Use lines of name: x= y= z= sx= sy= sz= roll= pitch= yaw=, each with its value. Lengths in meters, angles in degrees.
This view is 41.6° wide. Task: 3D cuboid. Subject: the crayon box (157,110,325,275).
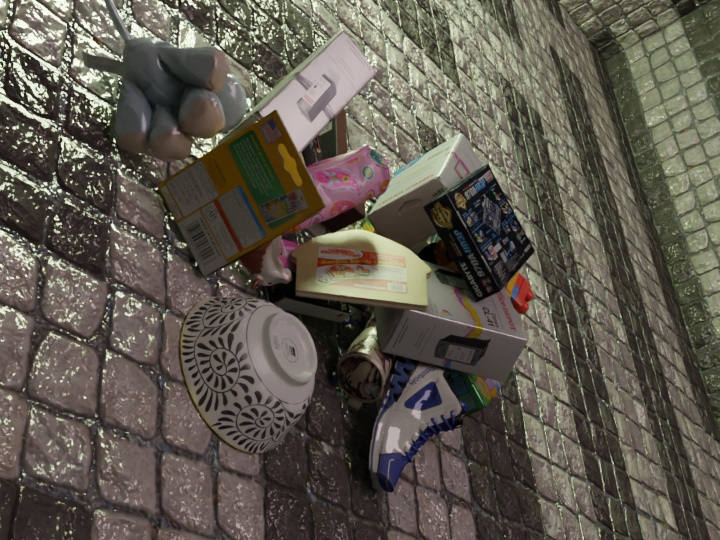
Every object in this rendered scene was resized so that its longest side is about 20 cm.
crayon box: x=-0.136 y=-0.094 z=1.144 sx=0.127 sy=0.199 sz=0.052 roll=62 pitch=29 yaw=-2

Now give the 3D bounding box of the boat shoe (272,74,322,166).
boat shoe: x=-0.099 y=-0.199 z=1.442 sx=0.063 sy=0.073 sz=0.204 roll=18 pitch=57 yaw=-52

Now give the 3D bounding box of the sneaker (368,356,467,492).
sneaker: x=0.085 y=0.209 z=1.311 sx=0.081 sy=0.114 sz=0.201 roll=78 pitch=27 yaw=-59

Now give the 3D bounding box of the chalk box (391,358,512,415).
chalk box: x=0.136 y=0.165 z=1.486 sx=0.125 sy=0.124 sz=0.200 roll=62 pitch=30 yaw=-2

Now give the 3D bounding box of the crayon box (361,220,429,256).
crayon box: x=0.051 y=-0.026 z=1.571 sx=0.126 sy=0.051 sz=0.200 roll=57 pitch=29 yaw=-12

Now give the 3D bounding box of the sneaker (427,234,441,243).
sneaker: x=0.161 y=-0.073 z=1.766 sx=0.075 sy=0.079 sz=0.201 roll=43 pitch=33 yaw=-32

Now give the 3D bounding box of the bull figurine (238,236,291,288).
bull figurine: x=-0.141 y=-0.074 z=1.227 sx=0.201 sy=0.121 sz=0.065 roll=55 pitch=31 yaw=-1

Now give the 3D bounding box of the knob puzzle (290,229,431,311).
knob puzzle: x=0.000 y=0.000 z=1.311 sx=0.220 sy=0.217 sz=0.031 roll=-53 pitch=155 yaw=-58

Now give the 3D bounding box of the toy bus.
toy bus: x=0.215 y=-0.022 z=1.580 sx=0.191 sy=0.135 sz=0.201 roll=38 pitch=52 yaw=-16

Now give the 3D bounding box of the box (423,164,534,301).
box: x=0.183 y=-0.061 z=1.415 sx=0.160 sy=0.046 sz=0.200 roll=60 pitch=31 yaw=-4

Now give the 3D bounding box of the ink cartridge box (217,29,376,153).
ink cartridge box: x=-0.090 y=-0.224 z=1.318 sx=0.085 sy=0.145 sz=0.200 roll=49 pitch=59 yaw=-12

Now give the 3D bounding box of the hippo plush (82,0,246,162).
hippo plush: x=-0.234 y=-0.213 z=1.199 sx=0.198 sy=0.161 sz=0.161 roll=25 pitch=3 yaw=14

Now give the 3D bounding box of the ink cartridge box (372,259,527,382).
ink cartridge box: x=0.123 y=0.066 z=1.372 sx=0.198 sy=0.086 sz=0.148 roll=14 pitch=31 yaw=-18

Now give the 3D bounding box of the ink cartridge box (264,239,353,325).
ink cartridge box: x=-0.068 y=0.018 z=1.359 sx=0.199 sy=0.037 sz=0.096 roll=19 pitch=51 yaw=-55

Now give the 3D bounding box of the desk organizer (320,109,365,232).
desk organizer: x=-0.043 y=-0.167 z=1.510 sx=0.077 sy=0.071 sz=0.202 roll=38 pitch=38 yaw=-42

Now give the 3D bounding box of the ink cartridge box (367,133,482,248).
ink cartridge box: x=0.111 y=-0.126 z=1.550 sx=0.085 sy=0.144 sz=0.200 roll=55 pitch=29 yaw=-13

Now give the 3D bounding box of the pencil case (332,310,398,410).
pencil case: x=0.026 y=0.116 z=1.391 sx=0.077 sy=0.090 sz=0.200 roll=33 pitch=30 yaw=3

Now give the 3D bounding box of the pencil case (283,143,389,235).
pencil case: x=-0.053 y=-0.117 z=1.350 sx=0.199 sy=0.087 sz=0.088 roll=-24 pitch=87 yaw=-31

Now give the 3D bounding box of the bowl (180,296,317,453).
bowl: x=-0.114 y=0.108 z=1.145 sx=0.200 sy=0.094 sz=0.202 roll=40 pitch=35 yaw=-37
